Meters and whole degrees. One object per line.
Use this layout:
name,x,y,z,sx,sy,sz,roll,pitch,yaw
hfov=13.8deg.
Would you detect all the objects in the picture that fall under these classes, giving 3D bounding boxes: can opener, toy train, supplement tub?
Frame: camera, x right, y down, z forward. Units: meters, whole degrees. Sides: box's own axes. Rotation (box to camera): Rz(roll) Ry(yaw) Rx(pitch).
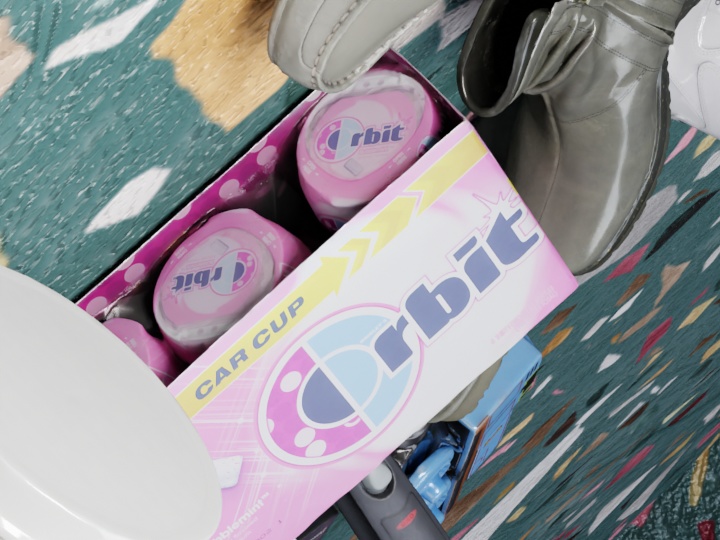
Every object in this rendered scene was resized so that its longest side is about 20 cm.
can opener,0.010,0.103,1.376,0.079,0.200,0.063,-34,-152,-8
toy train,0.032,0.083,1.580,0.114,0.087,0.200,-45,169,-16
supplement tub,-0.152,0.107,0.936,0.200,0.144,0.144,-47,167,19

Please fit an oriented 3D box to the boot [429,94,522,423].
boot,0.002,0.000,1.253,0.200,0.073,0.182,3,111,-50

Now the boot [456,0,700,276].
boot,0.074,-0.079,1.168,0.131,0.068,0.200,-21,136,-52

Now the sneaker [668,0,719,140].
sneaker,0.165,-0.145,1.254,0.075,0.115,0.200,-13,114,-67

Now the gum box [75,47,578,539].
gum box,-0.028,0.025,1.117,0.200,0.066,0.114,-42,138,-3

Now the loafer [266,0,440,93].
loafer,0.048,-0.126,0.947,0.200,0.070,0.070,-47,167,20

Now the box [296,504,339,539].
box,-0.121,0.168,1.404,0.200,0.079,0.141,-33,167,-37
